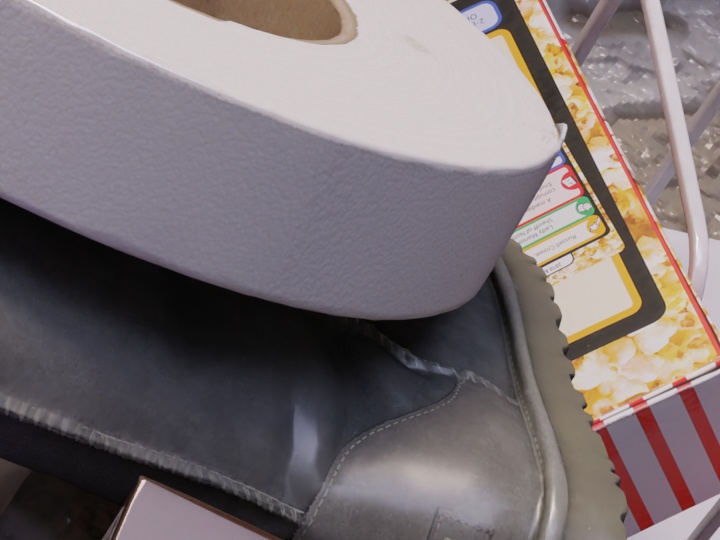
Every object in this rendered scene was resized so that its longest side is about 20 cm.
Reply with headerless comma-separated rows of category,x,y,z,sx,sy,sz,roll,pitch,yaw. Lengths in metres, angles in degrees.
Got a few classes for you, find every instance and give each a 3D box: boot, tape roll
boot,-0.054,0.004,0.608,0.199,0.073,0.182,19,11,-17
tape roll,-0.054,-0.058,0.604,0.202,0.037,0.203,27,16,-9

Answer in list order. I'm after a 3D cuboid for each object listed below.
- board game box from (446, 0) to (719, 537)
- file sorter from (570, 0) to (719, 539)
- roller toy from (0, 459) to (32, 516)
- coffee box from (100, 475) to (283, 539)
board game box,0.000,0.000,0.774,0.151,0.046,0.200,-25,46,5
file sorter,0.146,0.014,0.868,0.199,0.125,0.139,12,46,-20
roller toy,-0.161,0.012,0.685,0.182,0.140,0.201,17,54,-19
coffee box,-0.030,0.131,0.594,0.114,0.200,0.080,25,60,-7
